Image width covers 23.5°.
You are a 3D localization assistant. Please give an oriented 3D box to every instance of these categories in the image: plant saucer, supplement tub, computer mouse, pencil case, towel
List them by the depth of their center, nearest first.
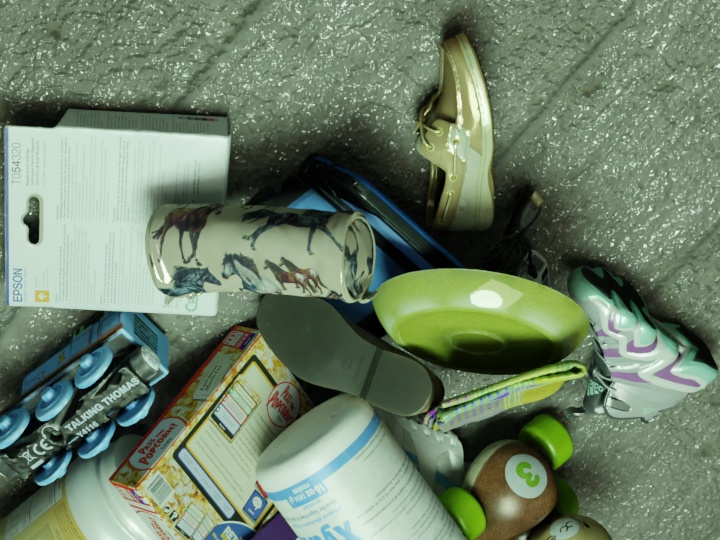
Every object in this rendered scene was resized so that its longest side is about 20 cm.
[{"bbox_3d":[-0.085,-0.012,1.511,0.198,0.078,0.090,2,125,17],"label":"pencil case"},{"bbox_3d":[0.107,0.053,1.563,0.198,0.031,0.200,9,156,4],"label":"plant saucer"},{"bbox_3d":[0.131,0.116,1.584,0.143,0.200,0.023,-18,82,-4],"label":"towel"},{"bbox_3d":[0.004,0.229,1.637,0.131,0.132,0.201,-33,100,16],"label":"supplement tub"},{"bbox_3d":[0.151,0.022,1.640,0.044,0.110,0.201,7,135,20],"label":"computer mouse"},{"bbox_3d":[-0.269,0.269,1.726,0.200,0.145,0.144,-38,120,19],"label":"supplement tub"}]

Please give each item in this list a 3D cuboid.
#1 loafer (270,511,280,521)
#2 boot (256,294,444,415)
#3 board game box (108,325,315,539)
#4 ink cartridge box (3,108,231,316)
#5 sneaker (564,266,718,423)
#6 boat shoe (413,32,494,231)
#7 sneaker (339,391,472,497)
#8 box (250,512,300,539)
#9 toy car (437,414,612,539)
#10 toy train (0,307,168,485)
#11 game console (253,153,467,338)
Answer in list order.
[{"bbox_3d":[-0.152,0.308,1.809,0.199,0.070,0.070,-25,123,11],"label":"loafer"},{"bbox_3d":[-0.009,0.080,1.632,0.199,0.075,0.074,29,96,21],"label":"boot"},{"bbox_3d":[-0.128,0.178,1.663,0.200,0.046,0.152,-51,126,-26],"label":"board game box"},{"bbox_3d":[-0.222,-0.052,1.574,0.198,0.043,0.198,4,124,-7],"label":"ink cartridge box"},{"bbox_3d":[0.242,0.091,1.697,0.199,0.078,0.140,36,113,-25],"label":"sneaker"},{"bbox_3d":[0.081,-0.115,1.543,0.066,0.074,0.201,-10,125,-5],"label":"boat shoe"},{"bbox_3d":[0.051,0.172,1.744,0.081,0.077,0.200,-39,122,1],"label":"sneaker"},{"bbox_3d":[-0.055,0.287,1.736,0.039,0.200,0.138,22,124,25],"label":"box"},{"bbox_3d":[0.197,0.266,1.705,0.164,0.199,0.159,-34,132,-30],"label":"toy car"},{"bbox_3d":[-0.268,0.119,1.642,0.199,0.115,0.087,-36,117,17],"label":"toy train"},{"bbox_3d":[0.000,0.000,1.592,0.200,0.171,0.119,40,86,-28],"label":"game console"}]
